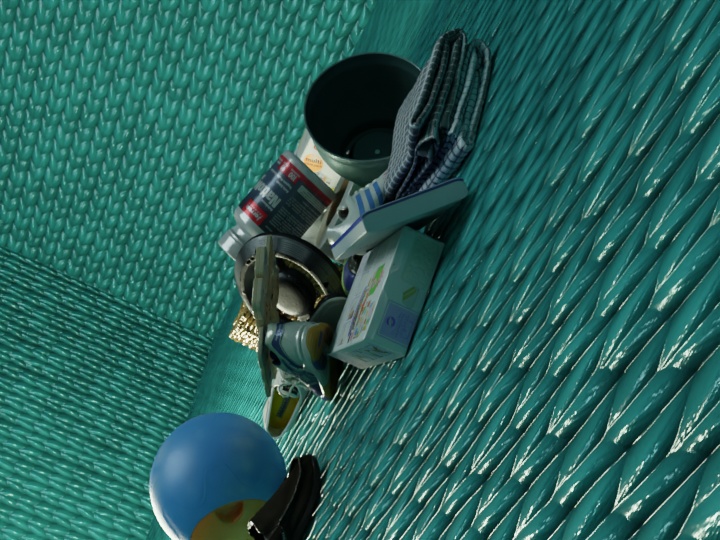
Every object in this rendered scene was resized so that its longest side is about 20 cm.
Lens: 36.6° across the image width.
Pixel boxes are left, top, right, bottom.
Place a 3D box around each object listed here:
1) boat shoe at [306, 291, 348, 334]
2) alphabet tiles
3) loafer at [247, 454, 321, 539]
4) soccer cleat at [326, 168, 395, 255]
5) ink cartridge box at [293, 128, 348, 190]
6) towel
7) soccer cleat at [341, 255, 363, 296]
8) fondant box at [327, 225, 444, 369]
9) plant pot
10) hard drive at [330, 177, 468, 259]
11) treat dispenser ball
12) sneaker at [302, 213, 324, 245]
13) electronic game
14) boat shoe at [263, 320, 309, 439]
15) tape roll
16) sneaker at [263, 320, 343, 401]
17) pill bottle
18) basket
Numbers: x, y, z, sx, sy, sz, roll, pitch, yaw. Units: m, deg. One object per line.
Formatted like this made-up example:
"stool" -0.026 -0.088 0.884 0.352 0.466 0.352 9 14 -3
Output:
"boat shoe" -0.051 0.087 1.548 0.202 0.072 0.061 101 162 -50
"alphabet tiles" -0.129 0.062 1.492 0.201 0.014 0.199 86 -175 -56
"loafer" -0.105 0.321 1.374 0.073 0.070 0.203 131 159 -61
"soccer cleat" 0.018 -0.099 1.513 0.201 0.085 0.071 -57 -33 -43
"ink cartridge box" -0.058 -0.201 2.113 0.146 0.143 0.201 -79 15 -51
"towel" 0.095 -0.199 1.448 0.166 0.084 0.202 125 164 -55
"soccer cleat" -0.001 0.000 1.585 0.201 0.063 0.085 -87 9 -71
"fondant box" 0.027 0.039 1.347 0.200 0.057 0.146 143 148 -74
"plant pot" 0.021 -0.209 1.651 0.135 0.197 0.203 75 -150 -59
"hard drive" 0.042 -0.060 1.319 0.200 0.130 0.026 143 105 -76
"treat dispenser ball" -0.204 0.307 1.569 0.201 0.198 0.204 -156 90 -80
"sneaker" -0.089 -0.008 1.956 0.116 0.074 0.203 -88 -1 -53
"electronic game" -0.102 0.031 1.624 0.042 0.199 0.201 -51 -4 -45
"boat shoe" -0.110 0.179 1.729 0.086 0.074 0.205 -96 28 -72
"tape roll" -0.007 -0.111 1.849 0.202 0.070 0.205 -157 89 -81
"sneaker" -0.076 0.115 1.479 0.201 0.086 0.076 74 -153 -61
"pill bottle" -0.147 -0.094 1.868 0.201 0.119 0.120 -49 10 1
"basket" -0.117 0.066 1.783 0.200 0.147 0.144 -53 13 54
